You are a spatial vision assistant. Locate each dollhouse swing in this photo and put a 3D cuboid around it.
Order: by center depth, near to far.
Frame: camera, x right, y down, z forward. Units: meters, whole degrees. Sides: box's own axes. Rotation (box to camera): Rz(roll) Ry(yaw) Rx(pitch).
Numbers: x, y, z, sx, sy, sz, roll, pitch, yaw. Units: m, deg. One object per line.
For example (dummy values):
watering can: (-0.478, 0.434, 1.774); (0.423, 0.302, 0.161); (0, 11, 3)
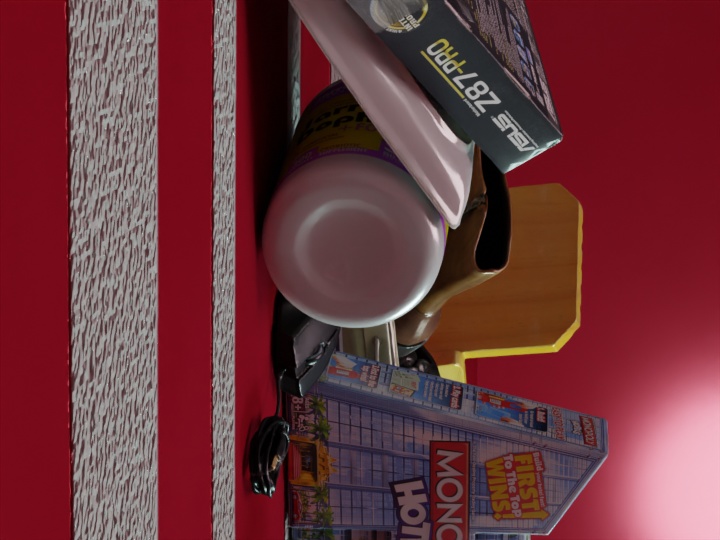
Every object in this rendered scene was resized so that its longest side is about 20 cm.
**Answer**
dollhouse swing: (0.129, 0.026, 2.145); (0.182, 0.175, 0.201); (78, 14, -65)

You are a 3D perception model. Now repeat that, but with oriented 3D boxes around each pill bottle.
pill bottle: (0.005, -0.054, 1.304); (0.200, 0.104, 0.105); (-77, 167, -64)

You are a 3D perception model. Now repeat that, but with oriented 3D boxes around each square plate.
square plate: (0.015, -0.144, 1.259); (0.198, 0.028, 0.200); (54, 20, -18)

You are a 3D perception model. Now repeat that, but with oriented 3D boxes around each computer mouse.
computer mouse: (-0.036, 0.065, 1.283); (0.200, 0.034, 0.059); (-79, 170, -54)

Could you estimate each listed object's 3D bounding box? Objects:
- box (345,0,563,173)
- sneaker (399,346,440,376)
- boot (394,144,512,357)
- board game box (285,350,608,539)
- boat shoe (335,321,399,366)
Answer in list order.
box: (0.043, -0.174, 1.256); (0.161, 0.049, 0.200); (46, 23, -39)
sneaker: (0.026, 0.116, 1.754); (0.200, 0.069, 0.100); (-70, 149, -65)
boot: (0.042, -0.055, 1.491); (0.200, 0.068, 0.189); (129, -33, -63)
board game box: (0.056, 0.150, 1.387); (0.062, 0.199, 0.201); (-73, 163, -70)
boat shoe: (0.000, 0.000, 1.462); (0.072, 0.062, 0.201); (-54, 145, -79)
